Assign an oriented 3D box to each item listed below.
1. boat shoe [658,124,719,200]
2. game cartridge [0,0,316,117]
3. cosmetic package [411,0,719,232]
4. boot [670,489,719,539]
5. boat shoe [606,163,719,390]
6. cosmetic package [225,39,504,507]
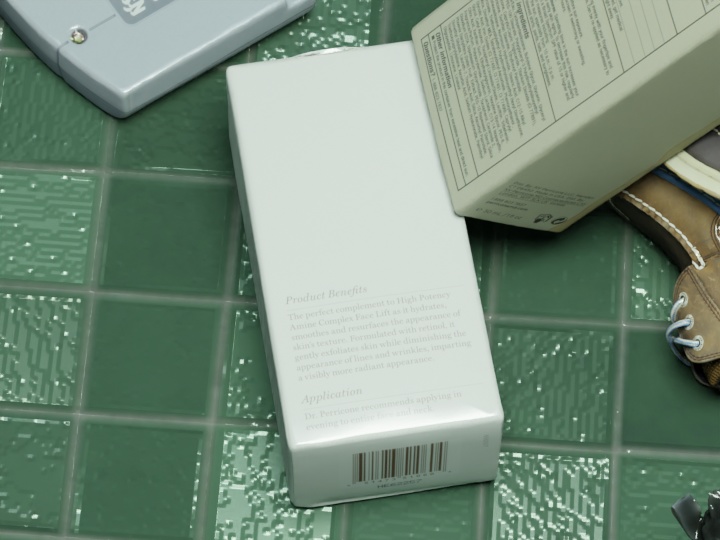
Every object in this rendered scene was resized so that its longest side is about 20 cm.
[{"bbox_3d":[0.163,-0.089,1.376,0.072,0.065,0.200,3,28,-26],"label":"boat shoe"},{"bbox_3d":[-0.130,-0.174,1.476,0.133,0.041,0.200,-29,68,-18],"label":"game cartridge"},{"bbox_3d":[0.119,-0.108,1.322,0.073,0.200,0.104,9,59,-41],"label":"cosmetic package"},{"bbox_3d":[0.204,0.190,1.262,0.198,0.073,0.163,22,88,16],"label":"boot"},{"bbox_3d":[0.179,0.019,1.368,0.200,0.072,0.072,40,85,26],"label":"boat shoe"},{"bbox_3d":[0.000,0.000,1.376,0.101,0.074,0.201,-7,63,-5],"label":"cosmetic package"}]
